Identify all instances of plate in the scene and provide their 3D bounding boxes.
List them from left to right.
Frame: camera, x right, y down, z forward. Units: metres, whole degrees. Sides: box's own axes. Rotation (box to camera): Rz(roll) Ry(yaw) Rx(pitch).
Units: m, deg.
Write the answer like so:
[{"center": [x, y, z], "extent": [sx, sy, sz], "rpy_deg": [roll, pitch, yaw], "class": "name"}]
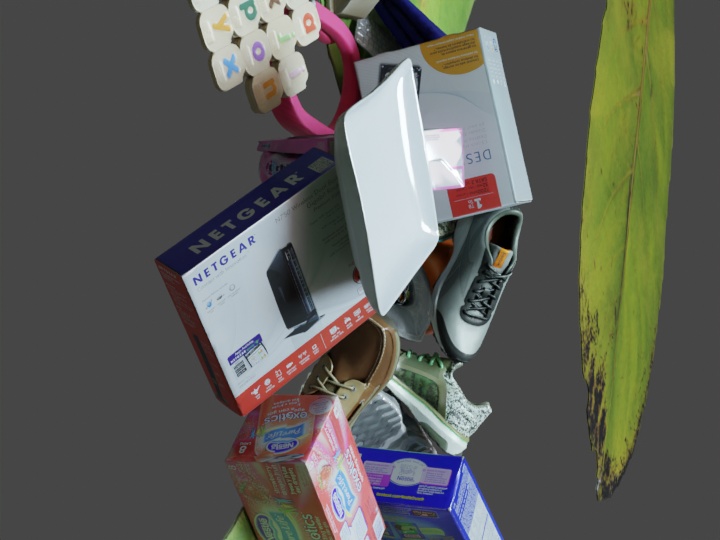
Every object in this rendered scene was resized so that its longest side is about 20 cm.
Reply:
[{"center": [0.022, -0.084, 1.424], "extent": [0.200, 0.032, 0.201], "rpy_deg": [-52, 135, -60], "class": "plate"}]

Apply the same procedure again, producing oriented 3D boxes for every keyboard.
[{"center": [0.062, -0.242, 1.806], "extent": [0.200, 0.011, 0.056], "rpy_deg": [38, 37, -31], "class": "keyboard"}]

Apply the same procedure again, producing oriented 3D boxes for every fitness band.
[{"center": [-0.049, -0.214, 1.620], "extent": [0.200, 0.037, 0.144], "rpy_deg": [23, 68, -64], "class": "fitness band"}]

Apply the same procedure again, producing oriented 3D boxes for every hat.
[{"center": [0.000, 0.000, 1.654], "extent": [0.201, 0.081, 0.201], "rpy_deg": [45, 32, -39], "class": "hat"}]

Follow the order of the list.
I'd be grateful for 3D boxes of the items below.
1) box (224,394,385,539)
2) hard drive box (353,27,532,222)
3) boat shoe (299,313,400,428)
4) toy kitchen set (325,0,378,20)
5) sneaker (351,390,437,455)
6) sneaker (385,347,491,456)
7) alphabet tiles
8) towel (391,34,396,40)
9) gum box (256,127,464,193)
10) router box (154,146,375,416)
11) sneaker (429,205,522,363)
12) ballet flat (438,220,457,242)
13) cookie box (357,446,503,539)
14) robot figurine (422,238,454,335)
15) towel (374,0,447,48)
[{"center": [-0.054, 0.233, 1.518], "extent": [0.103, 0.094, 0.200], "rpy_deg": [-65, 145, -46], "class": "box"}, {"center": [0.094, -0.158, 1.672], "extent": [0.077, 0.155, 0.201], "rpy_deg": [-12, 89, -71], "class": "hard drive box"}, {"center": [-0.022, 0.125, 1.535], "extent": [0.074, 0.076, 0.200], "rpy_deg": [-40, 160, -51], "class": "boat shoe"}, {"center": [0.047, -0.376, 1.667], "extent": [0.200, 0.180, 0.164], "rpy_deg": [-6, 96, -63], "class": "toy kitchen set"}, {"center": [0.017, 0.175, 1.751], "extent": [0.200, 0.075, 0.082], "rpy_deg": [50, 10, -49], "class": "sneaker"}, {"center": [0.079, 0.122, 1.746], "extent": [0.200, 0.089, 0.077], "rpy_deg": [48, 5, -1], "class": "sneaker"}, {"center": [-0.107, -0.264, 1.474], "extent": [0.196, 0.015, 0.201], "rpy_deg": [-42, 121, -49], "class": "alphabet tiles"}, {"center": [0.086, -0.195, 1.900], "extent": [0.200, 0.034, 0.193], "rpy_deg": [48, 28, -55], "class": "towel"}, {"center": [-0.001, -0.111, 1.544], "extent": [0.200, 0.113, 0.066], "rpy_deg": [-8, 98, -40], "class": "gum box"}, {"center": [-0.079, 0.011, 1.408], "extent": [0.200, 0.049, 0.180], "rpy_deg": [-38, 130, -22], "class": "router box"}, {"center": [0.137, 0.009, 1.709], "extent": [0.074, 0.079, 0.201], "rpy_deg": [17, 84, -30], "class": "sneaker"}, {"center": [0.104, -0.077, 1.809], "extent": [0.200, 0.068, 0.076], "rpy_deg": [-13, 107, -69], "class": "ballet flat"}, {"center": [0.060, 0.288, 1.692], "extent": [0.200, 0.171, 0.075], "rpy_deg": [64, 37, -46], "class": "cookie box"}, {"center": [0.089, 0.020, 1.814], "extent": [0.200, 0.116, 0.144], "rpy_deg": [-6, 112, -53], "class": "robot figurine"}, {"center": [0.094, -0.267, 1.824], "extent": [0.148, 0.050, 0.200], "rpy_deg": [51, 12, 33], "class": "towel"}]
